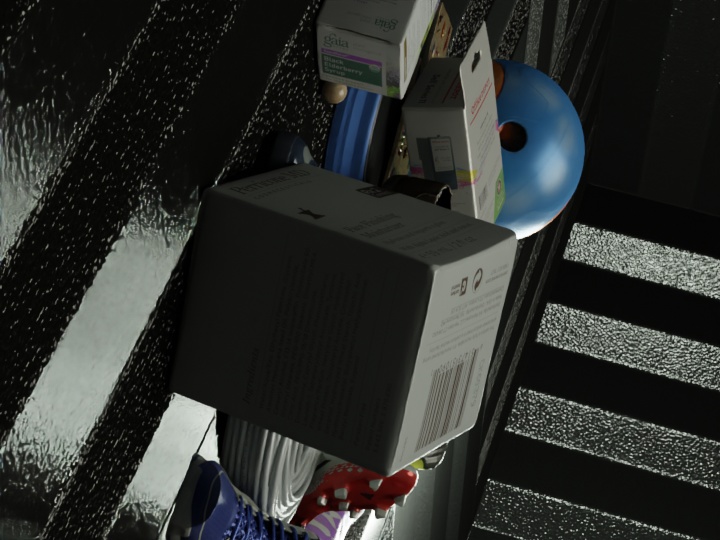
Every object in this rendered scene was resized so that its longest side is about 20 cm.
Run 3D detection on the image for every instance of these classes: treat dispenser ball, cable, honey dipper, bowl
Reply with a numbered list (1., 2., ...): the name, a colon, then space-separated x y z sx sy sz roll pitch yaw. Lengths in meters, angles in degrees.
1. treat dispenser ball: 0.149 -0.133 2.141 0.201 0.199 0.203 15 90 -79
2. cable: -0.071 0.128 1.718 0.201 0.069 0.201 90 19 -58
3. honey dipper: 0.008 -0.224 1.757 0.038 0.038 0.201 92 21 -49
4. bowl: 0.012 -0.139 1.868 0.201 0.039 0.203 15 90 -79

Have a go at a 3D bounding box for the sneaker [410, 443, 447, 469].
1. sneaker: 0.007 0.121 1.829 0.078 0.200 0.091 -7 138 -47

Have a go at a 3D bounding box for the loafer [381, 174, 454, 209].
1. loafer: 0.067 0.009 1.785 0.073 0.071 0.202 -23 104 -55

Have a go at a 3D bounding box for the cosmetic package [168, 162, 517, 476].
1. cosmetic package: -0.013 0.031 1.471 0.165 0.198 0.167 -21 127 -62

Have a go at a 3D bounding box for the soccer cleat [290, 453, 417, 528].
1. soccer cleat: -0.024 0.194 1.822 0.068 0.199 0.086 32 52 -32

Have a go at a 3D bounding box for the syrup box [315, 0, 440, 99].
1. syrup box: 0.028 -0.256 1.691 0.082 0.078 0.201 87 21 -59

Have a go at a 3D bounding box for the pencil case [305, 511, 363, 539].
1. pencil case: -0.052 0.270 1.947 0.086 0.083 0.200 66 27 -18

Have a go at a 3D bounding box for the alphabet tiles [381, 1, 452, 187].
1. alphabet tiles: 0.060 -0.164 1.961 0.167 0.007 0.202 43 61 -78

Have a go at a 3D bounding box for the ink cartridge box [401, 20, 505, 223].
1. ink cartridge box: 0.091 -0.132 1.896 0.117 0.067 0.202 -61 148 -55

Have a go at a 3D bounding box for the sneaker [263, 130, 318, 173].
1. sneaker: -0.032 -0.054 1.635 0.200 0.081 0.071 70 38 -66

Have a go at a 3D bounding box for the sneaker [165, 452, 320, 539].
1. sneaker: -0.091 0.221 1.612 0.200 0.114 0.081 82 25 -64
